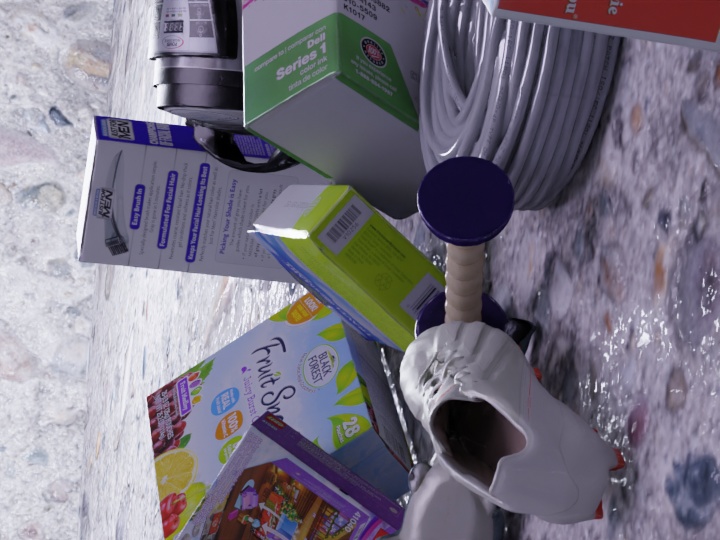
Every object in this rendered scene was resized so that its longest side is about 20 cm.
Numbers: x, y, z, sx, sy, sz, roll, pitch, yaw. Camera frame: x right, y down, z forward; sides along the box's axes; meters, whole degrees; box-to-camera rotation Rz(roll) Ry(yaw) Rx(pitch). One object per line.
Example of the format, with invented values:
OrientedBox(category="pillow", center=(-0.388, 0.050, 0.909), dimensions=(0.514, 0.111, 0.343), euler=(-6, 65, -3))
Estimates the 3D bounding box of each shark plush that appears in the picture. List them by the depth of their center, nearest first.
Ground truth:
OrientedBox(category="shark plush", center=(0.053, 0.122, 1.249), dimensions=(0.083, 0.091, 0.201), euler=(-24, -60, -70))

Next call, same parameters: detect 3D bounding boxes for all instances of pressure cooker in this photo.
OrientedBox(category="pressure cooker", center=(-0.068, -0.174, 1.665), dimensions=(0.176, 0.178, 0.201), euler=(0, -84, -83))

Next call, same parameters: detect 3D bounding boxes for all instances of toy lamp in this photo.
OrientedBox(category="toy lamp", center=(0.057, 0.010, 1.219), dimensions=(0.200, 0.058, 0.058), euler=(83, -174, -62))

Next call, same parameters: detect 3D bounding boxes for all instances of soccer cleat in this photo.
OrientedBox(category="soccer cleat", center=(0.060, 0.071, 1.125), dimensions=(0.200, 0.077, 0.070), euler=(38, 112, 60))

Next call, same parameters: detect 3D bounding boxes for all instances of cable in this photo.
OrientedBox(category="cable", center=(0.084, -0.133, 1.219), dimensions=(0.200, 0.069, 0.201), euler=(-119, 36, -69))

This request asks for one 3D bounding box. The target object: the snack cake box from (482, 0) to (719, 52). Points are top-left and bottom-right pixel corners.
OrientedBox(category="snack cake box", center=(0.127, -0.207, 0.967), dimensions=(0.067, 0.115, 0.201), euler=(-108, 28, -61))

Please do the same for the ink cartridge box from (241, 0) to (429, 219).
OrientedBox(category="ink cartridge box", center=(0.002, -0.156, 1.375), dimensions=(0.084, 0.145, 0.201), euler=(-28, 49, 33))

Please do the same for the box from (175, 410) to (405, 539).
OrientedBox(category="box", center=(-0.060, 0.209, 1.394), dimensions=(0.200, 0.137, 0.039), euler=(-56, -6, 18))

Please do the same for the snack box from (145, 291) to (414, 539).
OrientedBox(category="snack box", center=(-0.059, 0.117, 1.513), dimensions=(0.068, 0.168, 0.200), euler=(52, -169, -30))

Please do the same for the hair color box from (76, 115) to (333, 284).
OrientedBox(category="hair color box", center=(-0.126, -0.057, 1.783), dimensions=(0.065, 0.199, 0.110), euler=(-113, 31, -63))

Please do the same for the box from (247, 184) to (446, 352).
OrientedBox(category="box", center=(0.000, 0.000, 1.403), dimensions=(0.048, 0.122, 0.200), euler=(-49, 12, -7))
